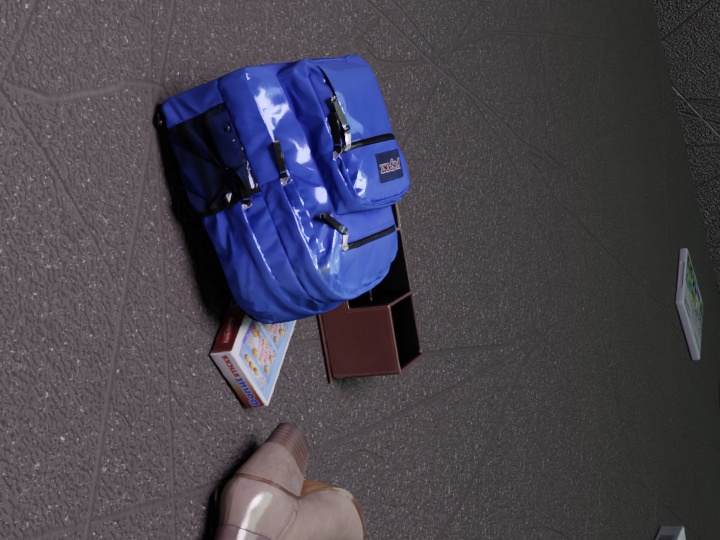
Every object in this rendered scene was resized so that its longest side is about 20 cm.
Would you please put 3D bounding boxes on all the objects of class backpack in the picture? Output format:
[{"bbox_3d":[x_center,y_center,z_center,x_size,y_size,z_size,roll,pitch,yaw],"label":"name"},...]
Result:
[{"bbox_3d":[-0.049,-0.065,1.021,0.162,0.166,0.203,-22,95,-57],"label":"backpack"}]

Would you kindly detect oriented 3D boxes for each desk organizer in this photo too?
[{"bbox_3d":[0.000,0.000,1.232,0.072,0.076,0.203,-27,108,-64],"label":"desk organizer"}]

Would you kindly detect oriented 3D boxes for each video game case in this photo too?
[{"bbox_3d":[0.790,0.081,3.037,0.184,0.022,0.201,-71,145,-43],"label":"video game case"}]

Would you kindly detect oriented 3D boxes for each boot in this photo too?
[{"bbox_3d":[-0.064,0.233,1.062,0.201,0.069,0.147,62,38,-37],"label":"boot"}]

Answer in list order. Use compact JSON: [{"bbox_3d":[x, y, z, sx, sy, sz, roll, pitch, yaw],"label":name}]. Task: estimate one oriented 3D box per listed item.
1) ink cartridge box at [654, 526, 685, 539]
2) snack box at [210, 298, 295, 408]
[{"bbox_3d":[0.617,0.617,2.489,0.109,0.050,0.203,-21,105,-65],"label":"ink cartridge box"},{"bbox_3d":[-0.079,0.020,1.116,0.202,0.024,0.072,-73,147,-41],"label":"snack box"}]
